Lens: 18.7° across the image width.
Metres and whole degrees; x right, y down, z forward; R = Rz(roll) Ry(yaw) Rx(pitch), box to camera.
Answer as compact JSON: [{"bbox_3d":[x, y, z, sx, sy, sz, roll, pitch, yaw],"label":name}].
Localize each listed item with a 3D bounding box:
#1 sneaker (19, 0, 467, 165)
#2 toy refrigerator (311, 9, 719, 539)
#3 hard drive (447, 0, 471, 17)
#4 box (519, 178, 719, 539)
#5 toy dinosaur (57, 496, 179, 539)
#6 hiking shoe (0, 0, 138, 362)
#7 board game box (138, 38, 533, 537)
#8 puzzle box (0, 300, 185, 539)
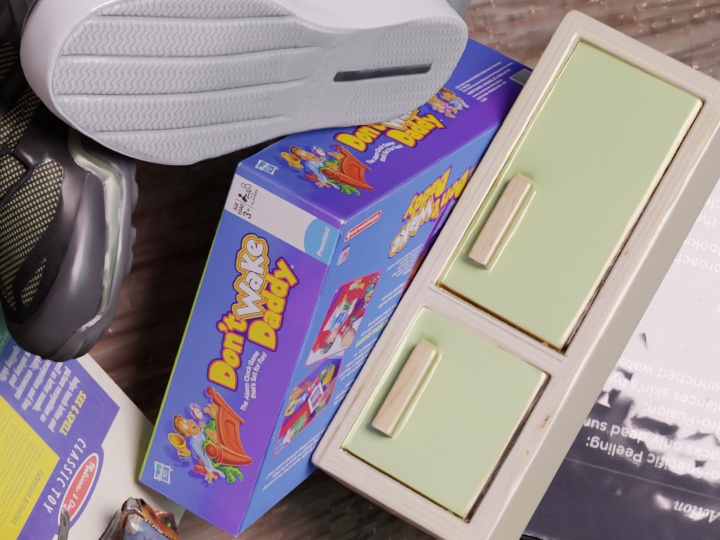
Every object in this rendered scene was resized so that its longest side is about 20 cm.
[{"bbox_3d":[-0.048,-0.084,0.743,0.199,0.071,0.073,-4,131,-53],"label":"sneaker"},{"bbox_3d":[0.066,0.008,0.842,0.201,0.076,0.070,-60,164,-6],"label":"toy refrigerator"},{"bbox_3d":[0.045,-0.159,0.917,0.140,0.033,0.200,108,8,-47],"label":"hard drive"},{"bbox_3d":[0.153,0.035,0.944,0.117,0.195,0.201,97,7,-85],"label":"box"},{"bbox_3d":[-0.110,0.140,0.716,0.181,0.199,0.106,-57,122,-85],"label":"toy dinosaur"},{"bbox_3d":[-0.143,-0.060,0.726,0.100,0.076,0.201,-9,74,-36],"label":"hiking shoe"},{"bbox_3d":[0.000,0.000,0.842,0.200,0.045,0.135,-35,149,-58],"label":"board game box"},{"bbox_3d":[-0.136,0.111,0.746,0.133,0.025,0.201,52,47,-34],"label":"puzzle box"}]
